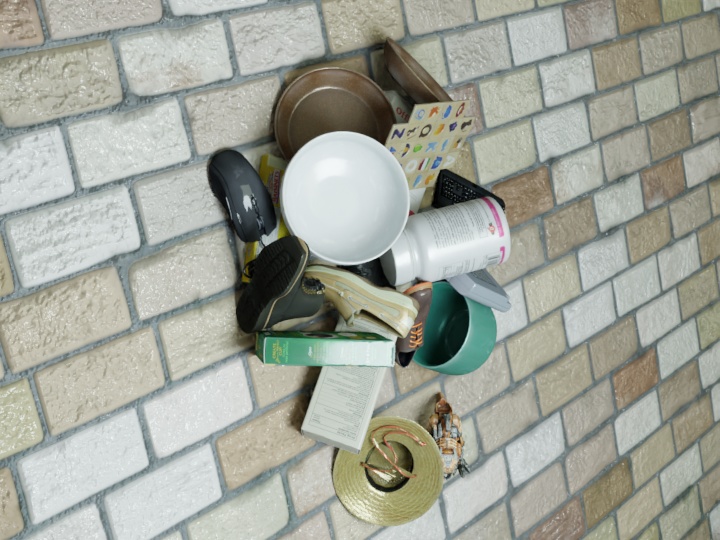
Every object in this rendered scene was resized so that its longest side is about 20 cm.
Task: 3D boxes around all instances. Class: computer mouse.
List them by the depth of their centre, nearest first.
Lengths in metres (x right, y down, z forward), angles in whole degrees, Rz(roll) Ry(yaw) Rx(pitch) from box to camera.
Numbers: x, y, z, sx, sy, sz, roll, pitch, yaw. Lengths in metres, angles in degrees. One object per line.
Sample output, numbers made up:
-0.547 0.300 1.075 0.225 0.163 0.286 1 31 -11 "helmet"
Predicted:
-0.139 -0.098 1.599 0.140 0.046 0.202 -24 100 -27 "computer mouse"

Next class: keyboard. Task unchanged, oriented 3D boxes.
0.215 -0.115 1.981 0.199 0.039 0.105 20 76 -42 "keyboard"

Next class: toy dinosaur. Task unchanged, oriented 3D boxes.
0.152 0.293 1.855 0.200 0.101 0.137 -56 154 -50 "toy dinosaur"

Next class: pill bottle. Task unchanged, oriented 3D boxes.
0.135 -0.045 1.727 0.198 0.113 0.115 -14 102 -13 "pill bottle"

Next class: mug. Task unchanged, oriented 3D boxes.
0.168 0.092 1.861 0.114 0.151 0.187 21 77 -46 "mug"

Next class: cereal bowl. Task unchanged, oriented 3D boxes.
-0.029 -0.107 1.603 0.198 0.083 0.203 0 88 -15 "cereal bowl"

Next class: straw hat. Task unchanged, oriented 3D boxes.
0.049 0.323 1.792 0.085 0.199 0.203 -87 161 -73 "straw hat"

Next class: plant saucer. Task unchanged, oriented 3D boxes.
-0.041 -0.224 1.681 0.198 0.037 0.203 2 80 -11 "plant saucer"
0.103 -0.311 1.790 0.037 0.201 0.200 -42 130 14 "plant saucer"

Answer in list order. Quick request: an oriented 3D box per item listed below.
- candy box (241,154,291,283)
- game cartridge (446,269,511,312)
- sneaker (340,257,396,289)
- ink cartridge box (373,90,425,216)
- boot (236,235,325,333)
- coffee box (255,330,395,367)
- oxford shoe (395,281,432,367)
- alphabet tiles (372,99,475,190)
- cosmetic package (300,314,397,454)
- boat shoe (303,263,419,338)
-0.126 -0.071 1.658 0.102 0.026 0.202 15 80 -39 "candy box"
0.172 -0.009 1.851 0.132 0.200 0.042 19 115 -40 "game cartridge"
-0.002 0.000 1.757 0.199 0.060 0.105 28 68 -45 "sneaker"
0.044 -0.180 1.782 0.145 0.084 0.202 35 69 -39 "ink cartridge box"
-0.092 0.012 1.591 0.137 0.200 0.078 -9 62 -39 "boot"
-0.058 0.119 1.608 0.198 0.123 0.045 2 92 -14 "coffee box"
0.089 0.090 1.757 0.071 0.201 0.073 -15 61 -20 "oxford shoe"
0.103 -0.199 1.697 0.199 0.006 0.167 -14 136 -44 "alphabet tiles"
-0.017 0.183 1.707 0.103 0.073 0.202 19 75 4 "cosmetic package"
-0.010 0.052 1.672 0.072 0.198 0.077 78 32 -65 "boat shoe"
